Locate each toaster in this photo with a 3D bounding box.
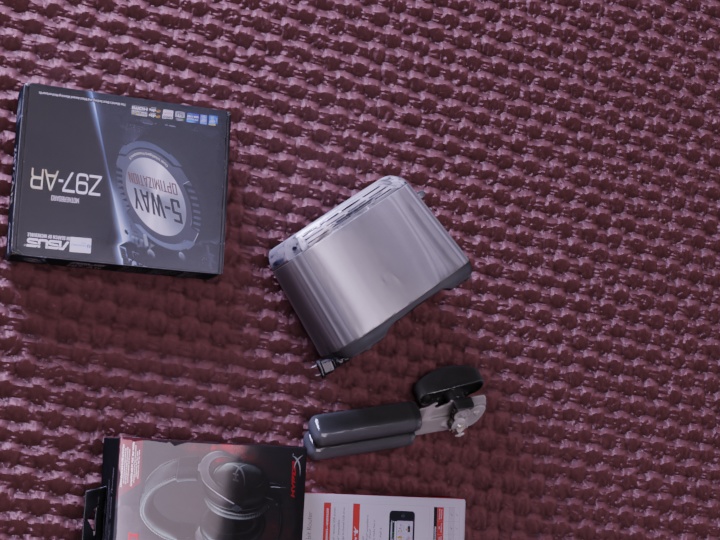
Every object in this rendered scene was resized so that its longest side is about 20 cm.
[{"bbox_3d":[0.000,0.000,1.298,0.199,0.114,0.130,-34,92,-20],"label":"toaster"}]

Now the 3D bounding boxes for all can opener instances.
[{"bbox_3d":[0.036,0.145,1.331,0.199,0.053,0.067,-10,53,-24],"label":"can opener"}]

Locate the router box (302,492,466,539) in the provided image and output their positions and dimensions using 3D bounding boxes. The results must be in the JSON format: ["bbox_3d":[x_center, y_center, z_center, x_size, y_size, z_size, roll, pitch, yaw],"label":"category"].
[{"bbox_3d":[0.011,0.317,1.291,0.178,0.049,0.202,7,81,-21],"label":"router box"}]

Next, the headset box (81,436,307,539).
[{"bbox_3d":[-0.156,0.230,1.222,0.198,0.077,0.150,7,81,-22],"label":"headset box"}]

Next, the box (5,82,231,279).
[{"bbox_3d":[-0.225,-0.081,1.252,0.198,0.043,0.162,7,80,-21],"label":"box"}]
